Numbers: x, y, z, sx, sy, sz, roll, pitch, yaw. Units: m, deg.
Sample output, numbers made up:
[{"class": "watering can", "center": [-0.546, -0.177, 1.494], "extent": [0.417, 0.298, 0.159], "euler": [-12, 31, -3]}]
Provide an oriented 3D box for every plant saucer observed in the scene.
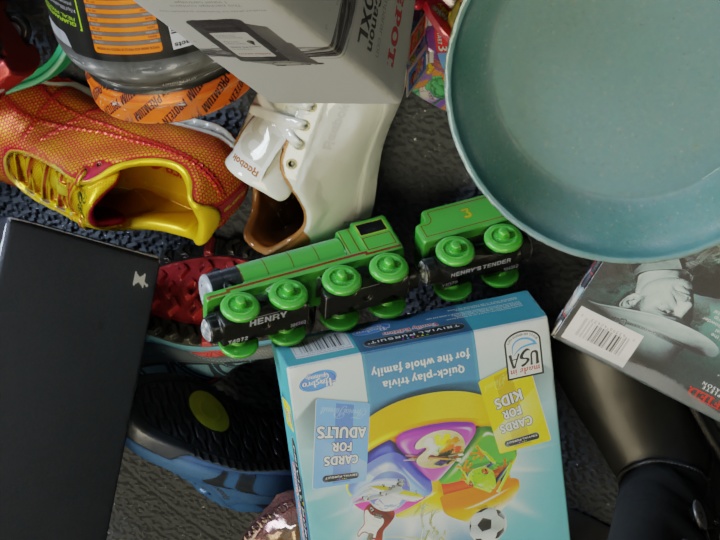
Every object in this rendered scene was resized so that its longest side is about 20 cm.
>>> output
[{"class": "plant saucer", "center": [0.141, -0.102, 1.507], "extent": [0.199, 0.036, 0.200], "euler": [0, 112, -1]}]

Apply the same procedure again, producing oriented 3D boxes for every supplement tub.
[{"class": "supplement tub", "center": [-0.116, -0.186, 1.575], "extent": [0.122, 0.123, 0.200], "euler": [2, 126, 17]}]

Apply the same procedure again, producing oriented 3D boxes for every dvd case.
[{"class": "dvd case", "center": [0.210, -0.005, 1.603], "extent": [0.146, 0.022, 0.200], "euler": [26, 126, -4]}]

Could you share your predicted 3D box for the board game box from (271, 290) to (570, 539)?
[{"class": "board game box", "center": [0.039, 0.124, 1.683], "extent": [0.151, 0.047, 0.200], "euler": [-11, 111, -9]}]

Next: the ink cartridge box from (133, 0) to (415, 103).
[{"class": "ink cartridge box", "center": [-0.042, -0.181, 1.480], "extent": [0.083, 0.146, 0.200], "euler": [2, 165, 26]}]

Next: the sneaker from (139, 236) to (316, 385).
[{"class": "sneaker", "center": [-0.111, 0.039, 1.788], "extent": [0.200, 0.079, 0.096], "euler": [-5, 144, 23]}]

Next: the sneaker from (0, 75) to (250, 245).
[{"class": "sneaker", "center": [-0.162, -0.063, 1.708], "extent": [0.200, 0.077, 0.073], "euler": [9, 128, 25]}]

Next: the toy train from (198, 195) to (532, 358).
[{"class": "toy train", "center": [0.000, 0.000, 1.661], "extent": [0.200, 0.056, 0.042], "euler": [-14, 138, -18]}]

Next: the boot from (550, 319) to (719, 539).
[{"class": "boot", "center": [0.151, 0.136, 1.679], "extent": [0.066, 0.200, 0.165], "euler": [-32, 111, 34]}]

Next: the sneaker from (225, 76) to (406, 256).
[{"class": "sneaker", "center": [-0.029, -0.087, 1.634], "extent": [0.073, 0.085, 0.200], "euler": [37, 138, 35]}]

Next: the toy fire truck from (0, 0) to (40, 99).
[{"class": "toy fire truck", "center": [-0.287, -0.160, 1.671], "extent": [0.141, 0.049, 0.200], "euler": [-32, 95, 24]}]

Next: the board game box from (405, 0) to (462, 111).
[{"class": "board game box", "center": [0.079, -0.150, 1.591], "extent": [0.158, 0.039, 0.200], "euler": [8, 128, 13]}]

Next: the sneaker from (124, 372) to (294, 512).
[{"class": "sneaker", "center": [-0.085, 0.114, 1.770], "extent": [0.078, 0.066, 0.200], "euler": [-39, 146, 29]}]

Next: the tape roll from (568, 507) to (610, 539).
[{"class": "tape roll", "center": [0.098, 0.237, 1.860], "extent": [0.200, 0.066, 0.201], "euler": [9, 127, 12]}]

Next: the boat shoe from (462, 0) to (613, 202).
[{"class": "boat shoe", "center": [0.093, -0.132, 1.540], "extent": [0.074, 0.065, 0.202], "euler": [-11, 118, 17]}]

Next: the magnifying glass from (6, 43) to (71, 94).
[{"class": "magnifying glass", "center": [-0.231, -0.110, 1.707], "extent": [0.080, 0.022, 0.200], "euler": [48, 119, 4]}]

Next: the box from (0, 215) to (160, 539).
[{"class": "box", "center": [-0.237, 0.069, 1.704], "extent": [0.198, 0.201, 0.123], "euler": [4, 172, 44]}]

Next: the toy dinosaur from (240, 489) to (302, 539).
[{"class": "toy dinosaur", "center": [-0.009, 0.151, 1.746], "extent": [0.200, 0.086, 0.136], "euler": [-12, 146, -25]}]
